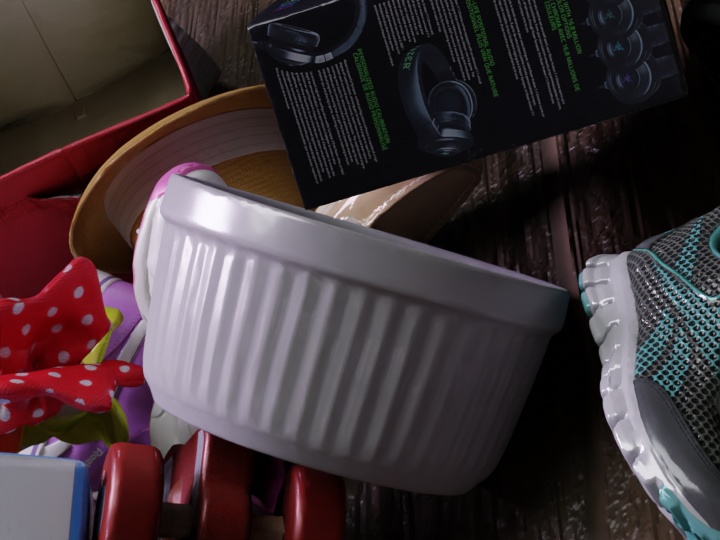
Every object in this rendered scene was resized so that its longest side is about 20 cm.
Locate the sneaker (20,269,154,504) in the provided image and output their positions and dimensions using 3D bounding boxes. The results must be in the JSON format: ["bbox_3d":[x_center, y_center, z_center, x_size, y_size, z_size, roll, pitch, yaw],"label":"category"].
[{"bbox_3d":[-0.141,0.113,1.126,0.073,0.113,0.202,-35,-35,-65],"label":"sneaker"}]

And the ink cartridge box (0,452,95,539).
[{"bbox_3d":[-0.175,0.178,0.939,0.200,0.083,0.148,109,164,-75],"label":"ink cartridge box"}]

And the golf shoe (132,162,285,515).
[{"bbox_3d":[-0.071,0.043,1.031,0.075,0.202,0.091,-17,20,-40],"label":"golf shoe"}]

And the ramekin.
[{"bbox_3d":[-0.009,0.032,0.900,0.200,0.198,0.106,22,96,61],"label":"ramekin"}]

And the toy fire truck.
[{"bbox_3d":[-0.080,0.175,0.916,0.168,0.111,0.202,131,145,-69],"label":"toy fire truck"}]

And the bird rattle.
[{"bbox_3d":[-0.184,0.078,0.998,0.162,0.114,0.200,-28,0,-2],"label":"bird rattle"}]

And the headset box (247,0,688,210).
[{"bbox_3d":[0.063,-0.116,0.931,0.198,0.094,0.174,-16,12,11],"label":"headset box"}]

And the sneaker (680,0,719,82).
[{"bbox_3d":[0.187,-0.154,0.965,0.099,0.071,0.200,-44,32,1],"label":"sneaker"}]

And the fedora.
[{"bbox_3d":[-0.074,-0.029,1.133,0.200,0.200,0.082,-39,65,21],"label":"fedora"}]

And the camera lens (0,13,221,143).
[{"bbox_3d":[-0.219,-0.114,1.425,0.201,0.160,0.160,-52,28,-4],"label":"camera lens"}]

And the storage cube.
[{"bbox_3d":[-0.187,-0.094,1.225,0.169,0.180,0.201,-23,61,-1],"label":"storage cube"}]

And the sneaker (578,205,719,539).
[{"bbox_3d":[0.149,0.038,0.790,0.091,0.078,0.201,-34,33,19],"label":"sneaker"}]

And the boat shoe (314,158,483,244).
[{"bbox_3d":[0.000,0.000,1.066,0.200,0.073,0.070,-41,55,30],"label":"boat shoe"}]
